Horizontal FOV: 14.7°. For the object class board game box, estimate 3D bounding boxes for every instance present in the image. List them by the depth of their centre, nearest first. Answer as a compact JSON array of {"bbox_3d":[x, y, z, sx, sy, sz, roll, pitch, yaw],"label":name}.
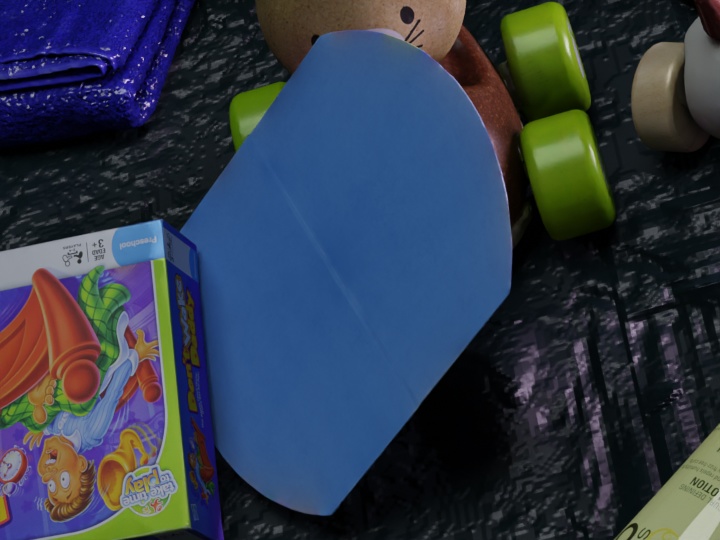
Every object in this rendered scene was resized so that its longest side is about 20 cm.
[{"bbox_3d":[0.000,0.000,1.169,0.200,0.039,0.158,-52,52,28],"label":"board game box"},{"bbox_3d":[-0.164,0.065,1.197,0.199,0.045,0.135,-11,72,14],"label":"board game box"}]

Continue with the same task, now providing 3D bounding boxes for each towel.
[{"bbox_3d":[-0.189,-0.124,1.449,0.199,0.050,0.148,-4,45,20],"label":"towel"}]

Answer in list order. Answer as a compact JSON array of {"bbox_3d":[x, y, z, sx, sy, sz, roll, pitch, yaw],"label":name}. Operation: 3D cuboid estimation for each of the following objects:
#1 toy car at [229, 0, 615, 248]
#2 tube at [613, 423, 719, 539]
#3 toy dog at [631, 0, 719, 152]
[{"bbox_3d":[0.004,-0.102,1.223,0.163,0.201,0.158,-16,41,8],"label":"toy car"},{"bbox_3d":[0.113,0.125,1.056,0.200,0.052,0.058,-46,6,-17],"label":"tube"},{"bbox_3d":[0.187,-0.131,1.250,0.131,0.097,0.201,-6,44,18],"label":"toy dog"}]
